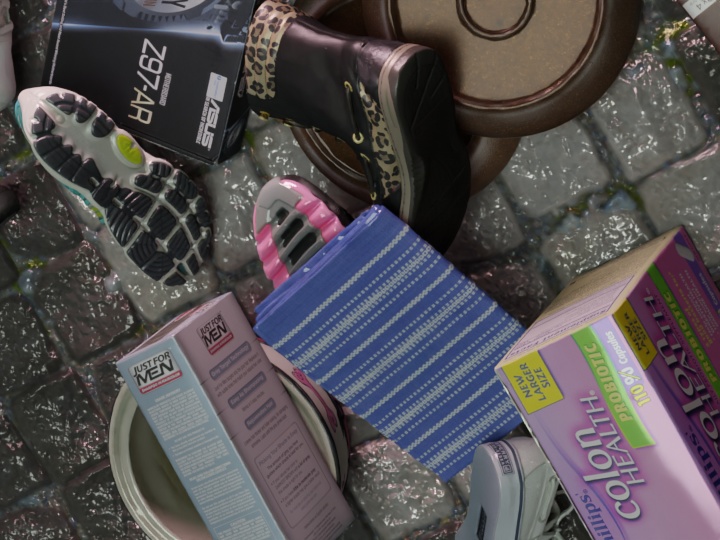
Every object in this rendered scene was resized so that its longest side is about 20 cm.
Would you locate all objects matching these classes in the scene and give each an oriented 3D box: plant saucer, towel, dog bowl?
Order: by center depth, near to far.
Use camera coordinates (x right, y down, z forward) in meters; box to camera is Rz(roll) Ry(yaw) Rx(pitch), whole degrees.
[{"bbox_3d":[0.097,-0.190,1.518,0.199,0.034,0.201,2,102,10],"label":"plant saucer"},{"bbox_3d":[0.037,0.053,1.568,0.200,0.024,0.145,40,118,-17],"label":"towel"},{"bbox_3d":[0.025,-0.135,1.594,0.199,0.032,0.201,8,112,20],"label":"plant saucer"},{"bbox_3d":[-0.096,0.140,1.718,0.199,0.074,0.201,7,110,21],"label":"dog bowl"}]

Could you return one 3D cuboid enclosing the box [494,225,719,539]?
[{"bbox_3d":[0.202,0.090,1.504,0.096,0.200,0.176,-27,96,28],"label":"box"}]

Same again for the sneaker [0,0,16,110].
[{"bbox_3d":[-0.292,-0.224,1.676,0.088,0.075,0.201,-15,101,14],"label":"sneaker"}]

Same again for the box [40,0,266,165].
[{"bbox_3d":[-0.148,-0.199,1.635,0.160,0.044,0.201,23,116,14],"label":"box"}]

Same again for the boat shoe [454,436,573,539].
[{"bbox_3d":[0.125,0.192,1.643,0.086,0.075,0.202,-12,137,-16],"label":"boat shoe"}]

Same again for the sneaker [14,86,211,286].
[{"bbox_3d":[-0.189,-0.071,1.672,0.078,0.080,0.200,-46,117,-11],"label":"sneaker"}]

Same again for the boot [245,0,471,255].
[{"bbox_3d":[-0.003,-0.099,1.555,0.150,0.073,0.200,26,148,31],"label":"boot"}]

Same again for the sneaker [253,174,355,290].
[{"bbox_3d":[0.000,0.000,1.611,0.079,0.095,0.200,-32,108,31],"label":"sneaker"}]

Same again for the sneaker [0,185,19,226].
[{"bbox_3d":[-0.376,-0.057,1.765,0.199,0.075,0.116,-23,96,29],"label":"sneaker"}]

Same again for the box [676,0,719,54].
[{"bbox_3d":[0.269,-0.196,1.447,0.100,0.075,0.200,-40,92,28],"label":"box"}]

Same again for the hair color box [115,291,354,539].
[{"bbox_3d":[-0.091,0.128,1.613,0.060,0.099,0.201,-24,97,28],"label":"hair color box"}]
